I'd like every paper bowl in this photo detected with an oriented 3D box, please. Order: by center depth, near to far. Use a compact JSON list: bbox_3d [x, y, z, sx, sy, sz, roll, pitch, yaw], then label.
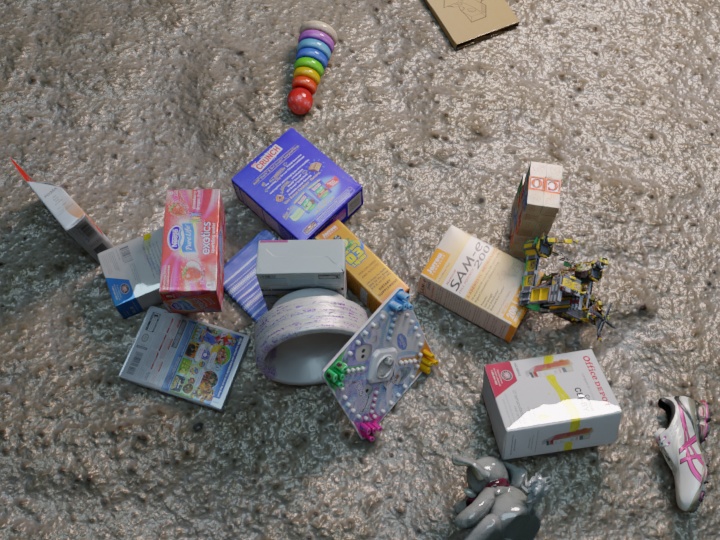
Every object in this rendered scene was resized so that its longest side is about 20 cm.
[{"bbox_3d":[-0.082,0.106,1.368,0.197,0.202,0.106,-6,56,-3],"label":"paper bowl"}]

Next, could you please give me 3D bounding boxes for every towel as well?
[{"bbox_3d":[-0.162,0.028,1.505,0.145,0.024,0.200,-42,72,-17],"label":"towel"}]

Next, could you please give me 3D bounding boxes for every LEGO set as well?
[{"bbox_3d":[0.377,0.020,1.409,0.199,0.115,0.156,30,70,-25],"label":"LEGO set"}]

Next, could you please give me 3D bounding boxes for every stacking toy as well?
[{"bbox_3d":[-0.107,-0.419,1.694,0.084,0.086,0.203,10,71,5],"label":"stacking toy"}]

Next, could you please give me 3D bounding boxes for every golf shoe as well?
[{"bbox_3d":[0.537,0.307,1.353,0.091,0.073,0.202,9,55,11],"label":"golf shoe"}]

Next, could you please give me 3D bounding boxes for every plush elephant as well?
[{"bbox_3d":[0.206,0.370,1.284,0.163,0.155,0.202,25,100,-30],"label":"plush elephant"}]

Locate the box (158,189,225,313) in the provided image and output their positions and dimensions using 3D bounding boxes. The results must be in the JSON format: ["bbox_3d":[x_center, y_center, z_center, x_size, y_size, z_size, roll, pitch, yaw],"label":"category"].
[{"bbox_3d":[-0.295,-0.035,1.421,0.101,0.095,0.203,-1,64,-3],"label":"box"}]

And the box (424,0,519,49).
[{"bbox_3d":[0.239,-0.598,1.806,0.162,0.021,0.202,-22,67,-11],"label":"box"}]

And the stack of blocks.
[{"bbox_3d":[0.320,-0.118,1.479,0.058,0.201,0.117,8,65,4],"label":"stack of blocks"}]

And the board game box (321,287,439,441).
[{"bbox_3d":[0.041,0.162,1.350,0.026,0.201,0.200,25,63,41],"label":"board game box"}]

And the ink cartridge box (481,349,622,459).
[{"bbox_3d":[0.319,0.223,1.358,0.197,0.084,0.146,-8,42,-5],"label":"ink cartridge box"}]

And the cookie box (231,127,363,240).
[{"bbox_3d":[-0.121,-0.154,1.563,0.200,0.075,0.171,41,71,17],"label":"cookie box"}]

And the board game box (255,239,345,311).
[{"bbox_3d":[-0.097,0.014,1.394,0.145,0.201,0.065,0,67,-1],"label":"board game box"}]

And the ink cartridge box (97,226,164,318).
[{"bbox_3d":[-0.372,-0.008,1.496,0.198,0.067,0.117,-22,68,-11],"label":"ink cartridge box"}]

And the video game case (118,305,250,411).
[{"bbox_3d":[-0.315,0.156,1.446,0.197,0.018,0.145,16,65,8],"label":"video game case"}]

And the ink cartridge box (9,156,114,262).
[{"bbox_3d":[-0.550,-0.121,1.497,0.050,0.163,0.200,-38,71,-10],"label":"ink cartridge box"}]

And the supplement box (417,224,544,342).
[{"bbox_3d":[0.220,0.022,1.482,0.198,0.074,0.127,28,67,13],"label":"supplement box"}]

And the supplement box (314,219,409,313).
[{"bbox_3d":[0.000,0.000,1.496,0.066,0.069,0.200,-40,69,-20],"label":"supplement box"}]
